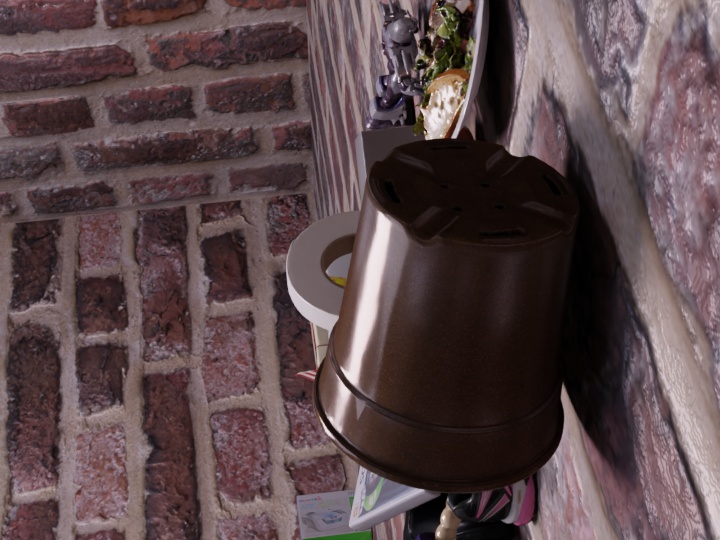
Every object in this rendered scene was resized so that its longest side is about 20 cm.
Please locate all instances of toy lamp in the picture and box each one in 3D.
[{"bbox_3d":[0.099,0.227,1.132,0.058,0.058,0.201,-124,52,-79],"label":"toy lamp"}]

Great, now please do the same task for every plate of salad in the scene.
[{"bbox_3d":[0.079,-0.204,1.061,0.200,0.048,0.201,-173,90,-82],"label":"plate of salad"}]

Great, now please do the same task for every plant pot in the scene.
[{"bbox_3d":[0.070,0.024,0.834,0.201,0.199,0.199,-103,16,-54],"label":"plant pot"}]

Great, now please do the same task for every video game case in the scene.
[{"bbox_3d":[0.048,0.174,1.211,0.200,0.023,0.182,136,149,-58],"label":"video game case"}]

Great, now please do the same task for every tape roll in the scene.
[{"bbox_3d":[0.000,0.000,1.501,0.037,0.202,0.203,90,172,-47],"label":"tape roll"}]

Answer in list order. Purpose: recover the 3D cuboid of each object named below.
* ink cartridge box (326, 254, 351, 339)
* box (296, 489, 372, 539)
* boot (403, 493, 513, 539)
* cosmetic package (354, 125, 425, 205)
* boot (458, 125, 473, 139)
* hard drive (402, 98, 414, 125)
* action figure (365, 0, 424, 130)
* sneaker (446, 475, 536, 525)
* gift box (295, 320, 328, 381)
[{"bbox_3d":[0.022,0.057,1.641,0.145,0.144,0.201,92,171,-59],"label":"ink cartridge box"},{"bbox_3d":[-0.075,0.724,3.198,0.177,0.199,0.097,-102,9,-57],"label":"box"},{"bbox_3d":[0.091,0.235,1.254,0.198,0.073,0.163,-38,54,58],"label":"boot"},{"bbox_3d":[0.056,-0.070,1.339,0.090,0.106,0.201,149,116,-84],"label":"cosmetic package"},{"bbox_3d":[0.094,-0.053,1.164,0.107,0.075,0.201,-99,13,-57],"label":"boot"},{"bbox_3d":[0.055,-0.165,1.633,0.200,0.033,0.140,140,124,-83],"label":"hard drive"},{"bbox_3d":[0.050,-0.260,1.417,0.200,0.069,0.131,103,167,-64],"label":"action figure"},{"bbox_3d":[0.115,0.154,1.049,0.080,0.086,0.201,-120,25,-73],"label":"sneaker"},{"bbox_3d":[-0.009,0.125,1.816,0.185,0.199,0.187,83,177,-58],"label":"gift box"}]
